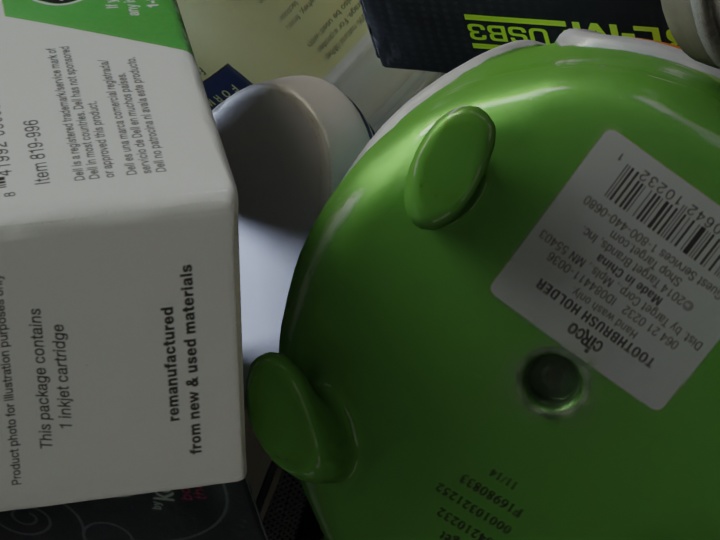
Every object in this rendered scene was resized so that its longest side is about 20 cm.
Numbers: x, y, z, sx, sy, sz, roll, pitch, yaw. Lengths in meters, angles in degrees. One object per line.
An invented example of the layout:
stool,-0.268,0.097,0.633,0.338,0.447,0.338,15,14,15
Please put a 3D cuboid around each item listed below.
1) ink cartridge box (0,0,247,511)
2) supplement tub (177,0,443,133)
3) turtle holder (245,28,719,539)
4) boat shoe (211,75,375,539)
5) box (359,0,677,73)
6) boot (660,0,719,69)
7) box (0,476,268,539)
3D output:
ink cartridge box,-0.136,-0.009,0.682,0.147,0.199,0.083,-109,15,-56
supplement tub,-0.041,-0.135,1.114,0.145,0.200,0.145,-45,19,20
turtle holder,0.054,0.029,0.710,0.132,0.141,0.186,-56,-28,-68
boat shoe,-0.013,0.025,0.812,0.075,0.093,0.200,51,135,33
box,0.119,-0.131,0.794,0.193,0.048,0.200,8,51,22
boot,0.180,-0.063,0.594,0.182,0.073,0.200,-34,28,-17
box,-0.100,0.128,0.748,0.122,0.106,0.200,-115,36,-56
